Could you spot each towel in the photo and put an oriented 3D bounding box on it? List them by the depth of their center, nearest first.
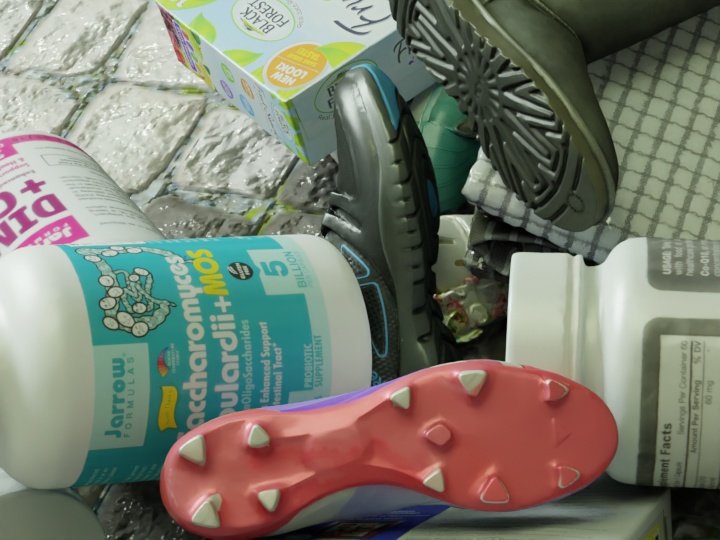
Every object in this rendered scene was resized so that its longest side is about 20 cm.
[{"bbox_3d":[0.149,-0.063,1.209,0.165,0.086,0.201,19,57,4],"label":"towel"}]

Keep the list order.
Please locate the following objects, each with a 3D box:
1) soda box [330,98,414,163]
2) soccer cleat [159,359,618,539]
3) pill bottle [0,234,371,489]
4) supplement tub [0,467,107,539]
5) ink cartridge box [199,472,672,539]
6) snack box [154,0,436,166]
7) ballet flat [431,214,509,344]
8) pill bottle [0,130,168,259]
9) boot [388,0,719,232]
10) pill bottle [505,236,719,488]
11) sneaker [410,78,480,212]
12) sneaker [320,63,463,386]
[{"bbox_3d":[-0.024,-0.132,1.386,0.063,0.068,0.200,-30,44,-9],"label":"soda box"},{"bbox_3d":[0.011,0.080,1.034,0.199,0.076,0.067,-9,86,-2],"label":"soccer cleat"},{"bbox_3d":[-0.103,0.042,1.087,0.199,0.111,0.111,-4,37,-25],"label":"pill bottle"},{"bbox_3d":[-0.226,0.112,1.169,0.140,0.141,0.200,-38,45,-17],"label":"supplement tub"},{"bbox_3d":[0.038,0.127,1.077,0.197,0.047,0.200,-3,4,19],"label":"ink cartridge box"},{"bbox_3d":[0.007,-0.156,1.309,0.200,0.053,0.142,-35,43,-16],"label":"snack box"},{"bbox_3d":[0.017,0.010,1.231,0.199,0.064,0.076,-25,41,-4],"label":"ballet flat"},{"bbox_3d":[-0.149,0.014,1.243,0.113,0.114,0.200,-32,38,-12],"label":"pill bottle"},{"bbox_3d":[0.136,-0.122,1.161,0.199,0.073,0.182,-20,65,-28],"label":"boot"},{"bbox_3d":[0.166,0.043,1.076,0.199,0.114,0.114,3,47,6],"label":"pill bottle"},{"bbox_3d":[0.098,-0.104,1.307,0.080,0.072,0.200,13,52,37],"label":"sneaker"},{"bbox_3d":[0.000,0.000,1.168,0.081,0.201,0.073,-7,1,15],"label":"sneaker"}]
